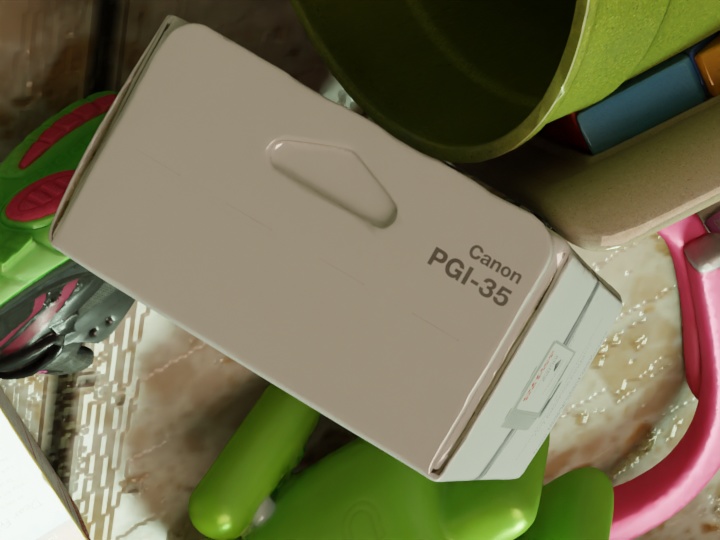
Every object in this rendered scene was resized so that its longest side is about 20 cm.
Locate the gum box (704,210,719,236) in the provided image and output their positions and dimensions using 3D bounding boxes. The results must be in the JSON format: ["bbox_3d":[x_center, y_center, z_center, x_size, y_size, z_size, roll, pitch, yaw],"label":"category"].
[{"bbox_3d":[0.238,0.039,0.957,0.066,0.114,0.200,-38,132,8],"label":"gum box"}]

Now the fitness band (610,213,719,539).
[{"bbox_3d":[0.097,0.046,0.949,0.143,0.037,0.201,-22,131,-8],"label":"fitness band"}]

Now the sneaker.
[{"bbox_3d":[-0.127,0.013,0.752,0.200,0.077,0.084,-32,134,-30],"label":"sneaker"}]

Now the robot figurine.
[{"bbox_3d":[0.008,0.131,0.901,0.200,0.116,0.175,-33,115,29],"label":"robot figurine"}]

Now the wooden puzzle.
[{"bbox_3d":[0.123,-0.078,0.762,0.184,0.200,0.037,-26,107,-4],"label":"wooden puzzle"}]

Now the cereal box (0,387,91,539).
[{"bbox_3d":[-0.203,0.076,0.827,0.143,0.040,0.200,-28,133,-5],"label":"cereal box"}]

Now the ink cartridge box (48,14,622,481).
[{"bbox_3d":[0.000,0.000,0.724,0.083,0.146,0.200,-60,168,1],"label":"ink cartridge box"}]

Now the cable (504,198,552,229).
[{"bbox_3d":[0.060,-0.013,0.850,0.199,0.097,0.050,-28,167,2],"label":"cable"}]

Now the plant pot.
[{"bbox_3d":[0.089,-0.156,0.697,0.192,0.200,0.201,-18,133,-27],"label":"plant pot"}]
